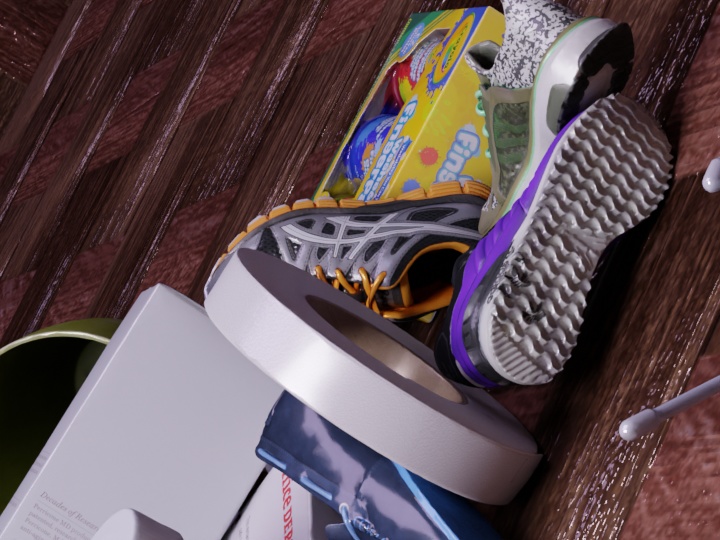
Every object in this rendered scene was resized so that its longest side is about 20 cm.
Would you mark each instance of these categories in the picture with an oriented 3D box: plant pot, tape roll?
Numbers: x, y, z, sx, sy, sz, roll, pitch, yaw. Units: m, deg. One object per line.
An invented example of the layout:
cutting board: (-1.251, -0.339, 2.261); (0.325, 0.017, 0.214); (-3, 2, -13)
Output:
plant pot: (-0.197, 0.111, 1.975); (0.188, 0.187, 0.200); (-54, 1, 16)
tape roll: (0.007, 0.057, 1.407); (0.037, 0.202, 0.203); (-56, 17, 7)

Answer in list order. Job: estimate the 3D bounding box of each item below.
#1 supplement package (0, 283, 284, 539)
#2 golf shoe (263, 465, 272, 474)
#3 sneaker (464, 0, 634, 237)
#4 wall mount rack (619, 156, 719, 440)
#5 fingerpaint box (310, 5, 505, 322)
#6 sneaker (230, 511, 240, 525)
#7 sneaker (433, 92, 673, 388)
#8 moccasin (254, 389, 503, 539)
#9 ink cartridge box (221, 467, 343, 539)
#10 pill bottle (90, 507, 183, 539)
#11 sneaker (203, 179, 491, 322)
supplement package: (-0.133, 0.122, 1.570); (0.201, 0.117, 0.117); (-58, 6, -8)
golf shoe: (-0.047, 0.115, 1.681); (0.200, 0.078, 0.098); (-32, 38, 58)
sneaker: (0.098, -0.097, 1.513); (0.077, 0.089, 0.201); (-31, -24, -33)
wall mount rack: (0.198, 0.001, 1.167); (0.200, 0.074, 0.175); (-38, 27, 52)
fingerpaint box: (0.040, -0.075, 1.740); (0.201, 0.073, 0.167); (-61, 17, -4)
sneaker: (-0.128, 0.238, 1.647); (0.075, 0.081, 0.201); (73, -145, -60)
sneaker: (0.097, -0.015, 1.441); (0.099, 0.070, 0.201); (-23, 28, 57)
moccasin: (0.015, 0.134, 1.392); (0.068, 0.080, 0.200); (-52, 44, 6)
ink cartridge box: (-0.050, 0.213, 1.503); (0.200, 0.084, 0.146); (-54, 18, 21)
pill bottle: (-0.057, 0.209, 1.331); (0.110, 0.199, 0.110); (-51, 19, 26)
sneaker: (0.000, 0.000, 1.596); (0.198, 0.079, 0.077); (-16, 39, 0)
